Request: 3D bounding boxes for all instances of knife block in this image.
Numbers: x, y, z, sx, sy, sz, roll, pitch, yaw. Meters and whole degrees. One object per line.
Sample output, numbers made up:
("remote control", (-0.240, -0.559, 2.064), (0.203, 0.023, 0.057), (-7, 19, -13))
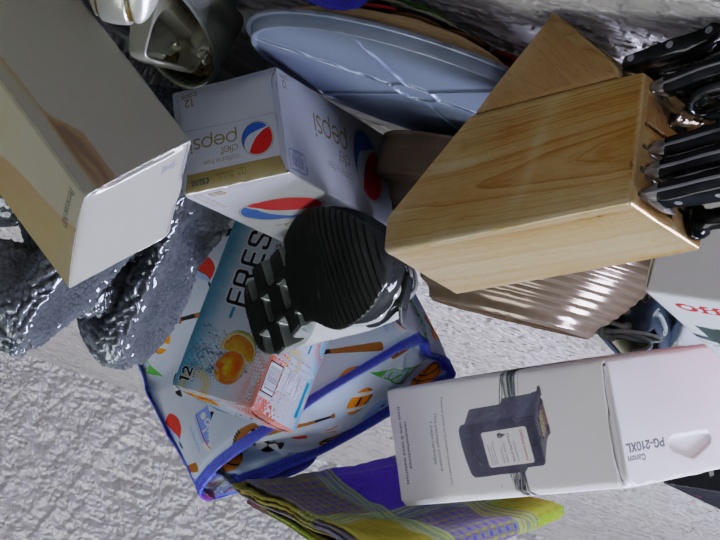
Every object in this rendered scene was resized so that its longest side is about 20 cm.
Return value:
("knife block", (0.124, -0.036, 1.085), (0.064, 0.200, 0.176), (30, -165, -42))

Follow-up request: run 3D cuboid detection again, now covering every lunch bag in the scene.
("lunch bag", (-0.060, 0.045, 1.568), (0.171, 0.199, 0.124), (61, -174, 25))

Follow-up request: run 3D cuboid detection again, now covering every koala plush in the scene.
("koala plush", (-0.192, -0.068, 1.373), (0.200, 0.184, 0.177), (38, -171, 26))

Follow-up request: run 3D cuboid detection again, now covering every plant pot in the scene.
("plant pot", (0.099, -0.015, 1.332), (0.200, 0.093, 0.201), (14, 177, 1))

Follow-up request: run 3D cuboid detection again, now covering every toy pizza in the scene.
("toy pizza", (0.034, -0.111, 1.224), (0.199, 0.032, 0.200), (18, 172, 2))

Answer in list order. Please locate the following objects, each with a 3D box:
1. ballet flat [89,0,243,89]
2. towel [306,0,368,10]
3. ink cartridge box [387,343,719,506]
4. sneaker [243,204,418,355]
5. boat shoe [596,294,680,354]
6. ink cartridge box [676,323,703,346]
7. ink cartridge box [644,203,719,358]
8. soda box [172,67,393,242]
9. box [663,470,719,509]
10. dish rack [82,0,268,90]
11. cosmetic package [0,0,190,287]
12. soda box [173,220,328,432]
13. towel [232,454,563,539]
("ballet flat", (-0.114, -0.151, 1.211), (0.067, 0.064, 0.200), (16, 168, 20))
("towel", (-0.056, -0.183, 1.020), (0.147, 0.050, 0.200), (13, 169, -2))
("ink cartridge box", (0.140, 0.102, 1.490), (0.144, 0.085, 0.199), (-5, 176, -44))
("sneaker", (0.000, 0.000, 1.331), (0.088, 0.075, 0.200), (-11, 175, -21))
("boat shoe", (0.178, 0.022, 1.538), (0.075, 0.062, 0.200), (14, 168, 20))
("ink cartridge box", (0.311, 0.044, 1.465), (0.199, 0.044, 0.174), (18, 170, 8))
("ink cartridge box", (0.269, 0.016, 1.280), (0.146, 0.083, 0.200), (8, 163, 34))
("soda box", (-0.037, -0.060, 1.329), (0.068, 0.064, 0.200), (-12, 166, 19))
("box", (0.351, 0.146, 1.719), (0.122, 0.107, 0.200), (26, 168, -28))
("dish rack", (-0.148, -0.139, 1.382), (0.199, 0.044, 0.171), (28, 167, -35))
("cosmetic package", (-0.182, -0.102, 1.227), (0.200, 0.071, 0.105), (51, 152, 18))
("soda box", (-0.049, 0.000, 1.465), (0.068, 0.201, 0.064), (15, 168, 31))
("towel", (0.027, 0.161, 1.550), (0.199, 0.023, 0.143), (-4, -163, -39))
